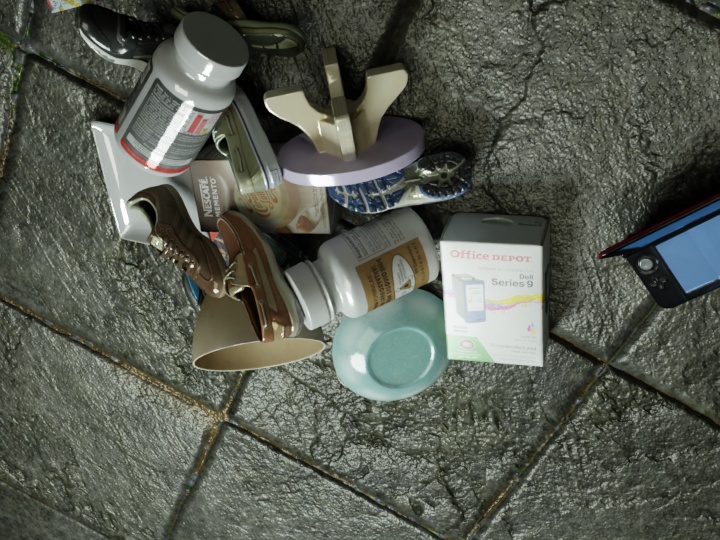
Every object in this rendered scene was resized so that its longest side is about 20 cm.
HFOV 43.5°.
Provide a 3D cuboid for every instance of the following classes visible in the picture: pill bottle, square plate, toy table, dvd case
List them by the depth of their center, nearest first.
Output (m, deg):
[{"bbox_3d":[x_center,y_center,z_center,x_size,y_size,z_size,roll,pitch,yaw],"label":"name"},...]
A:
[{"bbox_3d":[-0.021,-0.197,1.171,0.198,0.185,0.118,-19,131,-8],"label":"toy table"},{"bbox_3d":[-0.231,-0.226,1.171,0.115,0.116,0.200,38,128,-8],"label":"pill bottle"},{"bbox_3d":[0.000,0.000,1.256,0.198,0.114,0.115,-25,118,-14],"label":"pill bottle"},{"bbox_3d":[-0.310,-0.126,1.370,0.196,0.028,0.202,12,125,29],"label":"square plate"},{"bbox_3d":[-0.197,-0.030,1.421,0.199,0.022,0.146,36,126,-4],"label":"dvd case"}]

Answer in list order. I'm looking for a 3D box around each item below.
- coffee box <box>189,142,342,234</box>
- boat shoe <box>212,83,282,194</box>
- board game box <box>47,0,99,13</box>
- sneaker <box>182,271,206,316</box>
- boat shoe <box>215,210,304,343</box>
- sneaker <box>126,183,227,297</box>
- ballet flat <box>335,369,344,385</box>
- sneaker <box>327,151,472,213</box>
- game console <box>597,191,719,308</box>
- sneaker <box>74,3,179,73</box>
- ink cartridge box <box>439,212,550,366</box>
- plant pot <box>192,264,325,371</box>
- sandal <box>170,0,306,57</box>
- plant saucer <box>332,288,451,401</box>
[{"bbox_3d":[-0.133,-0.118,1.294,0.197,0.080,0.116,1,115,14],"label":"coffee box"},{"bbox_3d":[-0.167,-0.184,1.217,0.061,0.201,0.072,-20,143,-15],"label":"boat shoe"},{"bbox_3d":[-0.371,-0.453,1.157,0.102,0.105,0.202,-6,120,21],"label":"board game box"},{"bbox_3d":[-0.239,0.073,1.456,0.081,0.074,0.201,0,134,36],"label":"sneaker"},{"bbox_3d":[-0.151,0.008,1.236,0.201,0.071,0.076,59,151,15],"label":"boat shoe"},{"bbox_3d":[-0.264,-0.035,1.290,0.201,0.075,0.071,53,137,21],"label":"sneaker"},{"bbox_3d":[0.017,0.108,1.409,0.067,0.064,0.201,27,126,-2],"label":"ballet flat"},{"bbox_3d":[0.055,-0.113,1.234,0.197,0.085,0.078,-1,86,9],"label":"sneaker"},{"bbox_3d":[0.431,-0.024,1.149,0.199,0.119,0.173,-29,109,32],"label":"game console"},{"bbox_3d":[-0.277,-0.310,1.197,0.087,0.077,0.199,-27,149,32],"label":"sneaker"},{"bbox_3d":[0.193,0.027,1.283,0.143,0.088,0.202,4,120,17],"label":"ink cartridge box"},{"bbox_3d":[-0.159,0.063,1.358,0.198,0.200,0.136,-19,71,28],"label":"plant pot"},{"bbox_3d":[-0.158,-0.326,1.195,0.198,0.080,0.058,13,84,19],"label":"sandal"},{"bbox_3d":[0.057,0.123,1.367,0.198,0.039,0.203,-6,117,-11],"label":"plant saucer"}]
